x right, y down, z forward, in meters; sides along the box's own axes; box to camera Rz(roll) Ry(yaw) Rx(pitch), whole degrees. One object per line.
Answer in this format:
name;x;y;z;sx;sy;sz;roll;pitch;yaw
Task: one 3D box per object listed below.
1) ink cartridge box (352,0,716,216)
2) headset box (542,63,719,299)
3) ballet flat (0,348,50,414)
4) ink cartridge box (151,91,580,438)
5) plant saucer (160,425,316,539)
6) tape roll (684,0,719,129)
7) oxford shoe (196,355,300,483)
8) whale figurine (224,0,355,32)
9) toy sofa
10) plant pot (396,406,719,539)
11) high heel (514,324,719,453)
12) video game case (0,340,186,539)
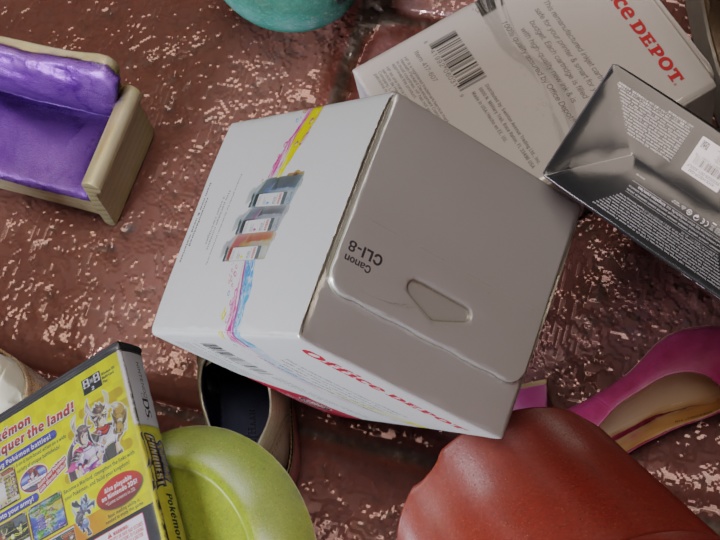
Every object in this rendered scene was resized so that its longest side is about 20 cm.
ink cartridge box;0.117;-0.110;1.123;0.199;0.084;0.147;-29;64;-5
headset box;0.200;-0.035;0.967;0.148;0.200;0.078;36;96;14
ballet flat;-0.274;0.066;1.116;0.199;0.067;0.068;28;73;20
ink cartridge box;0.000;0.000;0.967;0.199;0.144;0.146;1;66;60
plant saucer;-0.114;0.192;1.004;0.198;0.031;0.203;-9;74;31
tape roll;0.291;-0.170;1.057;0.138;0.203;0.205;-14;63;3
oxford shoe;-0.075;0.048;1.086;0.070;0.074;0.202;-14;63;3
whale figurine;-0.026;-0.244;1.219;0.159;0.104;0.200;36;51;22
toy sofa;-0.254;-0.108;1.178;0.198;0.098;0.084;14;67;15
plant pot;0.121;0.187;0.907;0.199;0.202;0.195;-30;34;-5
high heel;0.172;0.095;1.013;0.198;0.068;0.097;-11;42;9
video game case;-0.193;0.169;1.029;0.199;0.025;0.182;-31;62;25
